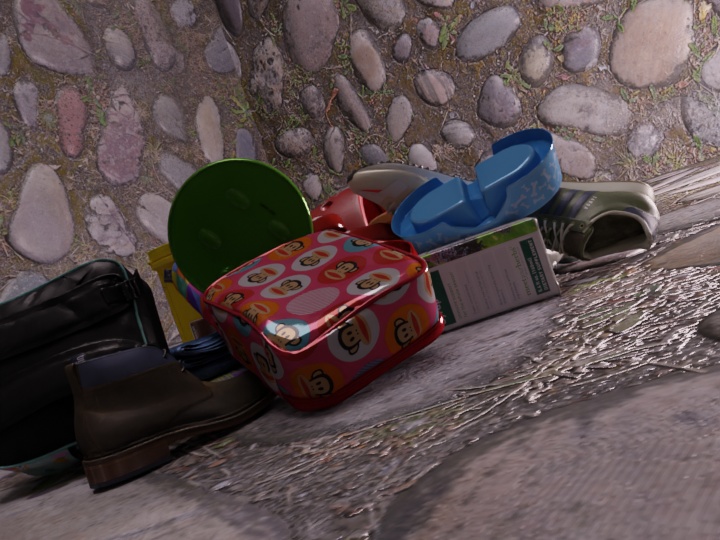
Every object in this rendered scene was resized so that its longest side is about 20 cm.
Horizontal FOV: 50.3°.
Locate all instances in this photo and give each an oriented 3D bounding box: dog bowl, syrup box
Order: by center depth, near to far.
[{"bbox_3d":[0.092,0.015,0.785,0.199,0.079,0.081,-19,2,8],"label":"syrup box"},{"bbox_3d":[0.131,-0.080,0.846,0.199,0.050,0.112,-30,27,17],"label":"dog bowl"}]

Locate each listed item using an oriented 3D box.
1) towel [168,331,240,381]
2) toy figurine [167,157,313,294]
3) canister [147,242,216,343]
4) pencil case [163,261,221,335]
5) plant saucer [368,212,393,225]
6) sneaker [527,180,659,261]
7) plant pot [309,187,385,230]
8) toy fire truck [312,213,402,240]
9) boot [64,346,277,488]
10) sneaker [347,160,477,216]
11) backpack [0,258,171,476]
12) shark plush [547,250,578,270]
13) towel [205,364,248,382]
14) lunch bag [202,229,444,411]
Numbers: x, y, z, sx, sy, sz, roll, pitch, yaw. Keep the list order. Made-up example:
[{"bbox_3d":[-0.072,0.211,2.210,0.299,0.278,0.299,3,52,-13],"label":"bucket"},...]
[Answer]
[{"bbox_3d":[-0.188,0.103,0.948,0.111,0.049,0.200,-19,1,32],"label":"towel"},{"bbox_3d":[-0.097,-0.040,0.864,0.150,0.200,0.184,-54,4,11],"label":"toy figurine"},{"bbox_3d":[-0.207,0.047,1.110,0.086,0.201,0.148,-18,2,36],"label":"canister"},{"bbox_3d":[-0.156,0.030,0.908,0.088,0.089,0.200,-20,35,-31],"label":"pencil case"},{"bbox_3d":[0.111,-0.067,1.075,0.199,0.038,0.200,-12,-8,-2],"label":"plant saucer"},{"bbox_3d":[0.232,-0.051,0.856,0.199,0.067,0.090,-4,40,10],"label":"sneaker"},{"bbox_3d":[-0.031,-0.016,1.215,0.182,0.201,0.200,-22,1,18],"label":"plant pot"},{"bbox_3d":[0.000,0.000,1.003,0.167,0.112,0.200,-17,-25,-31],"label":"toy fire truck"},{"bbox_3d":[-0.151,0.096,0.647,0.074,0.097,0.200,-18,3,40],"label":"boot"},{"bbox_3d":[0.078,-0.070,0.933,0.199,0.094,0.070,11,-12,-12],"label":"sneaker"},{"bbox_3d":[-0.284,0.103,0.742,0.199,0.177,0.153,-21,-15,-8],"label":"backpack"},{"bbox_3d":[0.208,-0.002,0.944,0.083,0.091,0.200,-45,5,44],"label":"shark plush"},{"bbox_3d":[-0.144,0.127,0.889,0.199,0.023,0.144,-19,1,-17],"label":"towel"},{"bbox_3d":[-0.027,0.025,0.665,0.176,0.082,0.200,-31,27,-21],"label":"lunch bag"}]
